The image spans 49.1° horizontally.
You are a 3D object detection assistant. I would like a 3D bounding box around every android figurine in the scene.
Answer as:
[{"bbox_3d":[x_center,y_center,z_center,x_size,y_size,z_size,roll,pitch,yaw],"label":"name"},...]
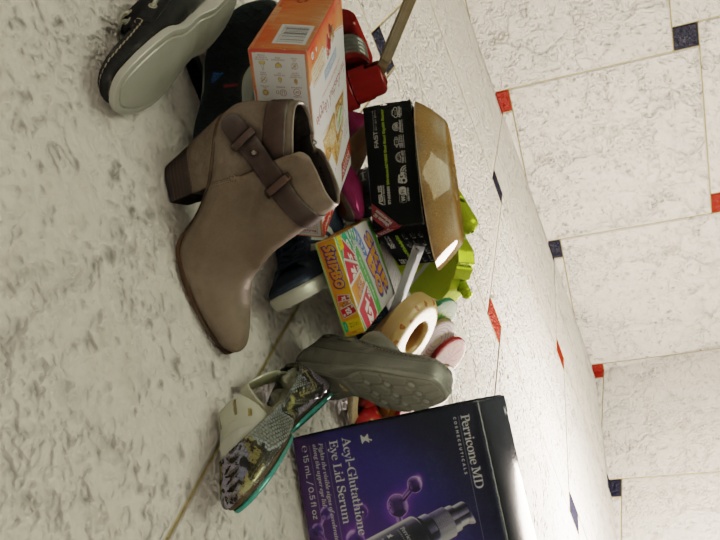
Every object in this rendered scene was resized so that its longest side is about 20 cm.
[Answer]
[{"bbox_3d":[0.097,-0.028,1.108,0.041,0.182,0.201,4,47,-37],"label":"android figurine"}]

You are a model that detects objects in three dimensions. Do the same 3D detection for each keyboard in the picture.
[{"bbox_3d":[0.035,0.064,0.939,0.056,0.011,0.202,-11,122,-80],"label":"keyboard"}]

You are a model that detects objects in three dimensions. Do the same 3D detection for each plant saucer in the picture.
[{"bbox_3d":[0.097,-0.102,0.940,0.200,0.035,0.202,-8,90,-81],"label":"plant saucer"}]

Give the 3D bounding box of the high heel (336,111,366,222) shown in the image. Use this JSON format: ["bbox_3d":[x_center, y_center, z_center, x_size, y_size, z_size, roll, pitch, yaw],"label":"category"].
[{"bbox_3d":[-0.002,-0.130,0.947,0.200,0.095,0.068,-116,-168,-53],"label":"high heel"}]

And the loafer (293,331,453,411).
[{"bbox_3d":[0.011,0.089,0.756,0.070,0.199,0.070,52,57,-31],"label":"loafer"}]

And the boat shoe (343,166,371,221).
[{"bbox_3d":[0.015,-0.110,1.108,0.200,0.062,0.073,-38,110,-69],"label":"boat shoe"}]

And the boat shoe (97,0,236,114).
[{"bbox_3d":[-0.174,-0.206,0.679,0.060,0.074,0.201,30,49,-2],"label":"boat shoe"}]

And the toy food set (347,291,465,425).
[{"bbox_3d":[0.058,0.122,0.931,0.197,0.048,0.202,18,93,-56],"label":"toy food set"}]

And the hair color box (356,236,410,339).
[{"bbox_3d":[0.036,0.068,1.031,0.201,0.060,0.100,62,24,-28],"label":"hair color box"}]

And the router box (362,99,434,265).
[{"bbox_3d":[0.055,-0.101,0.987,0.200,0.061,0.151,47,38,-73],"label":"router box"}]

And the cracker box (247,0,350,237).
[{"bbox_3d":[-0.052,-0.152,0.766,0.135,0.057,0.201,-74,166,-47],"label":"cracker box"}]

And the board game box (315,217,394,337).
[{"bbox_3d":[0.000,0.000,0.844,0.200,0.030,0.096,-45,118,-77],"label":"board game box"}]

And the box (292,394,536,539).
[{"bbox_3d":[0.052,0.211,0.761,0.104,0.198,0.149,12,63,-65],"label":"box"}]

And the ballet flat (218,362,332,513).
[{"bbox_3d":[-0.085,0.132,0.678,0.200,0.071,0.073,-44,116,-68],"label":"ballet flat"}]

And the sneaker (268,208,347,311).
[{"bbox_3d":[-0.067,-0.030,0.829,0.085,0.074,0.200,61,17,-17],"label":"sneaker"}]

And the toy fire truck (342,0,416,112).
[{"bbox_3d":[-0.012,-0.256,0.914,0.177,0.198,0.129,-96,163,-46],"label":"toy fire truck"}]

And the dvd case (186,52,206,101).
[{"bbox_3d":[-0.142,-0.213,0.831,0.143,0.017,0.202,-52,124,-67],"label":"dvd case"}]

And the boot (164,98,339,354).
[{"bbox_3d":[-0.084,-0.040,0.668,0.070,0.145,0.202,-28,101,-67],"label":"boot"}]

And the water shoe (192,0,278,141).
[{"bbox_3d":[-0.113,-0.170,0.771,0.079,0.071,0.202,58,41,-60],"label":"water shoe"}]
